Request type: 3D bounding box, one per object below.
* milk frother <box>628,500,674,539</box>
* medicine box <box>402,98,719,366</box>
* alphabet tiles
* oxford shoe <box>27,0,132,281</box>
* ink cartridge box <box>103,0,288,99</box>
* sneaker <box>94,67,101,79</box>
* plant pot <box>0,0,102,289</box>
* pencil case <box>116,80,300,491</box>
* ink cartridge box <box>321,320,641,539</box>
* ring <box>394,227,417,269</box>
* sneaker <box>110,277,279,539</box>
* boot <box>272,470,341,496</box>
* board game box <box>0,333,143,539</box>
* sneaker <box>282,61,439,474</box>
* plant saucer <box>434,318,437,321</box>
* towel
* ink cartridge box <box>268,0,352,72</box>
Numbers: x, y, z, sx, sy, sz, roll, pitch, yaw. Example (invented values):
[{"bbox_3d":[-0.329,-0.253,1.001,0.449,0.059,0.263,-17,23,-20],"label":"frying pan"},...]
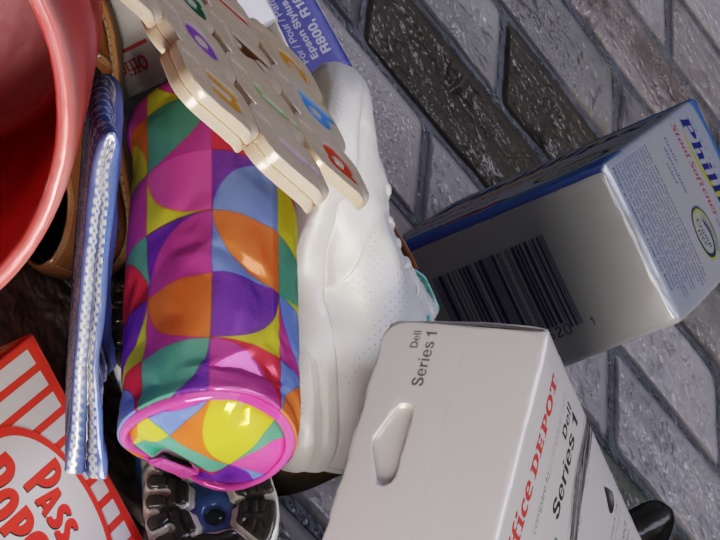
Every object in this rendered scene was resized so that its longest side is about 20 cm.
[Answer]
[{"bbox_3d":[0.185,0.259,1.627,0.188,0.180,0.200,-27,127,-30],"label":"milk frother"},{"bbox_3d":[0.118,-0.007,1.645,0.103,0.182,0.200,65,26,-5],"label":"medicine box"},{"bbox_3d":[-0.072,-0.109,1.232,0.196,0.015,0.200,40,16,-39],"label":"alphabet tiles"},{"bbox_3d":[-0.158,-0.092,1.327,0.071,0.071,0.200,-3,73,-59],"label":"oxford shoe"},{"bbox_3d":[-0.116,-0.153,1.386,0.068,0.115,0.200,-30,97,-27],"label":"ink cartridge box"},{"bbox_3d":[-0.178,-0.159,1.269,0.200,0.079,0.074,53,-12,0],"label":"sneaker"},{"bbox_3d":[-0.193,-0.092,1.139,0.200,0.200,0.177,60,16,-13],"label":"plant pot"},{"bbox_3d":[-0.069,0.002,1.259,0.088,0.088,0.200,42,34,-40],"label":"pencil case"},{"bbox_3d":[0.062,0.137,1.315,0.200,0.084,0.146,62,36,-50],"label":"ink cartridge box"},{"bbox_3d":[-0.038,-0.072,1.492,0.200,0.019,0.200,51,-4,5],"label":"ring"},{"bbox_3d":[-0.081,0.079,1.305,0.089,0.078,0.200,98,-11,-54],"label":"sneaker"},{"bbox_3d":[-0.040,0.020,1.405,0.075,0.097,0.200,125,-40,-68],"label":"boot"},{"bbox_3d":[-0.162,0.132,1.156,0.152,0.046,0.200,62,26,-9],"label":"board game box"},{"bbox_3d":[0.000,0.000,1.348,0.088,0.075,0.200,4,86,-25],"label":"sneaker"},{"bbox_3d":[0.003,0.016,1.484,0.200,0.029,0.200,51,-6,8],"label":"plant saucer"},{"bbox_3d":[-0.110,-0.003,1.172,0.200,0.024,0.145,-118,-148,-78],"label":"towel"},{"bbox_3d":[-0.069,-0.180,1.475,0.196,0.043,0.200,61,-7,-2],"label":"ink cartridge box"}]
